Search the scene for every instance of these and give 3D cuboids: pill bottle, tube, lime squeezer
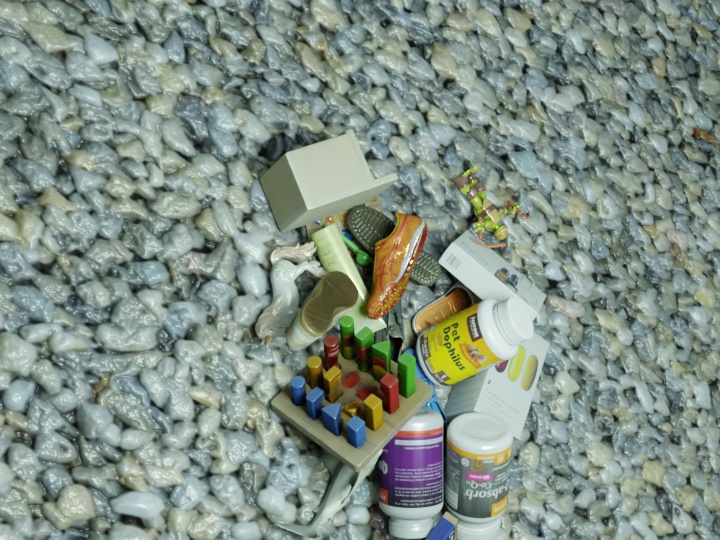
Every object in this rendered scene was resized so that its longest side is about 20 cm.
[{"bbox_3d":[0.085,0.339,1.622,0.110,0.112,0.205,-1,91,-29],"label":"pill bottle"},{"bbox_3d":[-0.025,0.020,1.687,0.051,0.058,0.203,-24,91,-25],"label":"tube"},{"bbox_3d":[0.201,0.121,1.686,0.109,0.198,0.111,33,42,-36],"label":"pill bottle"},{"bbox_3d":[0.200,0.357,1.653,0.115,0.116,0.204,-14,116,-32],"label":"pill bottle"},{"bbox_3d":[0.000,0.000,1.730,0.069,0.038,0.204,-22,87,0],"label":"lime squeezer"}]

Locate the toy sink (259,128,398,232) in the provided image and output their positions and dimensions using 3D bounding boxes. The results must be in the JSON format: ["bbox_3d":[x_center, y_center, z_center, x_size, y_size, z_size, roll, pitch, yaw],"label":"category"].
[{"bbox_3d":[-0.055,-0.164,1.681,0.197,0.130,0.114,-21,86,-29],"label":"toy sink"}]

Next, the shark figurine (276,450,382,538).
[{"bbox_3d":[-0.048,0.351,1.594,0.089,0.128,0.215,37,77,14],"label":"shark figurine"}]

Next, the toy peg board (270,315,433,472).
[{"bbox_3d":[-0.016,0.183,1.568,0.198,0.099,0.199,29,53,30],"label":"toy peg board"}]

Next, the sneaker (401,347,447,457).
[{"bbox_3d":[0.120,0.233,1.708,0.065,0.078,0.204,-6,77,-28],"label":"sneaker"}]

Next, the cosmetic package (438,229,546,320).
[{"bbox_3d":[0.246,0.016,1.780,0.199,0.052,0.151,40,18,6],"label":"cosmetic package"}]

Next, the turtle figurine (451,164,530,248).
[{"bbox_3d":[0.250,-0.124,1.893,0.199,0.064,0.163,-30,87,-46],"label":"turtle figurine"}]

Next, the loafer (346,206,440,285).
[{"bbox_3d":[0.053,-0.035,1.747,0.199,0.068,0.076,41,69,4],"label":"loafer"}]

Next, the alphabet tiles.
[{"bbox_3d":[-0.026,-0.081,1.754,0.164,0.008,0.204,-7,79,-31],"label":"alphabet tiles"}]

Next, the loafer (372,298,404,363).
[{"bbox_3d":[0.055,0.137,1.698,0.071,0.062,0.204,31,62,-46],"label":"loafer"}]

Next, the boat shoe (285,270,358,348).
[{"bbox_3d":[-0.064,0.064,1.584,0.072,0.065,0.200,47,32,-4],"label":"boat shoe"}]

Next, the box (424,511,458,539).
[{"bbox_3d":[0.095,0.509,1.596,0.032,0.123,0.200,29,55,27],"label":"box"}]

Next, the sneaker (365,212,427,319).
[{"bbox_3d":[0.051,-0.006,1.678,0.076,0.073,0.203,19,68,18],"label":"sneaker"}]

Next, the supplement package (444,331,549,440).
[{"bbox_3d":[0.250,0.201,1.772,0.113,0.109,0.203,32,62,-18],"label":"supplement package"}]

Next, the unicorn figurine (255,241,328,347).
[{"bbox_3d":[-0.118,0.052,1.634,0.135,0.074,0.204,1,61,-23],"label":"unicorn figurine"}]

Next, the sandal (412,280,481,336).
[{"bbox_3d":[0.186,0.069,1.803,0.205,0.059,0.080,-32,93,-32],"label":"sandal"}]
